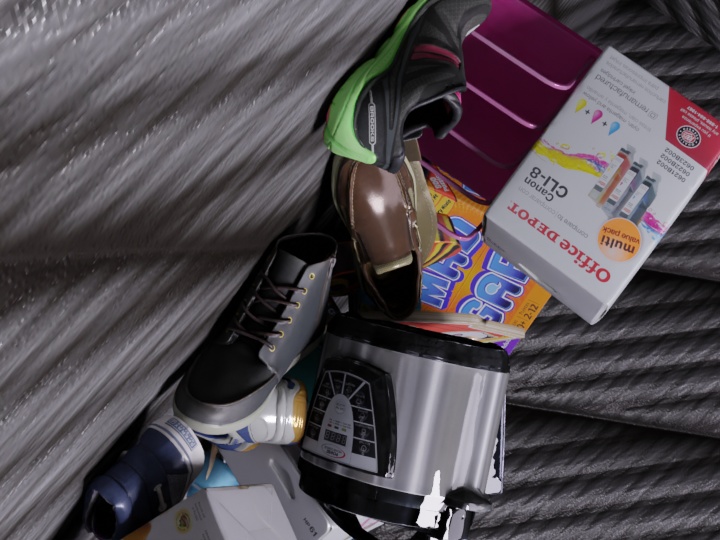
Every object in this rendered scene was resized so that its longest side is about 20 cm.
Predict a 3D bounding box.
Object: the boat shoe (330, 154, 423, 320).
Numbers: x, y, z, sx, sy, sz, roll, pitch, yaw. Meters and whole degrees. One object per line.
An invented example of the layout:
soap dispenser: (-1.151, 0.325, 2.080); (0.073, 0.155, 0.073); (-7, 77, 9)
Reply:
boat shoe: (0.025, -0.033, 1.092); (0.074, 0.075, 0.203); (-20, 141, -3)

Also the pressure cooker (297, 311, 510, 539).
pressure cooker: (0.037, 0.149, 1.104); (0.176, 0.177, 0.202); (-152, -105, -87)

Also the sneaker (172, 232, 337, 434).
sneaker: (-0.087, 0.044, 1.026); (0.200, 0.074, 0.107); (-47, 157, -52)

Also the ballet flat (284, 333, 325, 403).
ballet flat: (-0.020, 0.108, 1.224); (0.067, 0.200, 0.071); (-40, -159, 23)

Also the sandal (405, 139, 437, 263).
sandal: (0.022, -0.080, 1.155); (0.077, 0.070, 0.213); (-19, 141, -9)

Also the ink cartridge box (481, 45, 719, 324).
ink cartridge box: (0.227, -0.074, 1.179); (0.201, 0.145, 0.145); (-53, 170, -4)

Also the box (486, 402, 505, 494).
box: (0.092, 0.161, 1.456); (0.200, 0.103, 0.150); (-130, -141, -73)

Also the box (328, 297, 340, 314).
box: (-0.015, 0.139, 1.442); (0.037, 0.201, 0.137); (-24, 162, -19)

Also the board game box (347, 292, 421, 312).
board game box: (0.023, 0.012, 1.413); (0.200, 0.046, 0.153); (112, -22, -64)

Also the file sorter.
file sorter: (0.115, -0.151, 1.211); (0.125, 0.138, 0.201); (-45, 168, -54)

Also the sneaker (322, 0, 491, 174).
sneaker: (0.048, -0.145, 0.955); (0.201, 0.083, 0.077); (-53, 174, -28)

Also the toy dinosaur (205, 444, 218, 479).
toy dinosaur: (-0.112, 0.109, 1.264); (0.101, 0.058, 0.201); (-12, 135, -59)

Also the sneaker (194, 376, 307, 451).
sneaker: (-0.122, 0.123, 1.127); (0.200, 0.087, 0.076); (156, -63, -62)

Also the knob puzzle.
knob puzzle: (0.040, 0.071, 1.262); (0.220, 0.217, 0.031); (96, -6, -77)

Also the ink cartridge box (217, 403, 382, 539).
ink cartridge box: (-0.026, 0.193, 1.261); (0.199, 0.145, 0.085); (-11, 151, -52)

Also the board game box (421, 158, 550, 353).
board game box: (0.158, -0.061, 1.566); (0.201, 0.198, 0.201); (118, -3, -46)

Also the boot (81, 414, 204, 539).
boot: (-0.189, 0.197, 1.013); (0.090, 0.073, 0.201); (-38, 159, -36)

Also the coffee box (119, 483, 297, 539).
coffee box: (-0.155, 0.248, 0.964); (0.199, 0.080, 0.114); (-33, 161, 15)

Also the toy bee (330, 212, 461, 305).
toy bee: (0.000, 0.000, 1.252); (0.200, 0.131, 0.109); (-46, 151, 8)

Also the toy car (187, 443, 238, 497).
toy car: (-0.070, 0.222, 1.405); (0.185, 0.199, 0.177); (-53, 174, -21)
